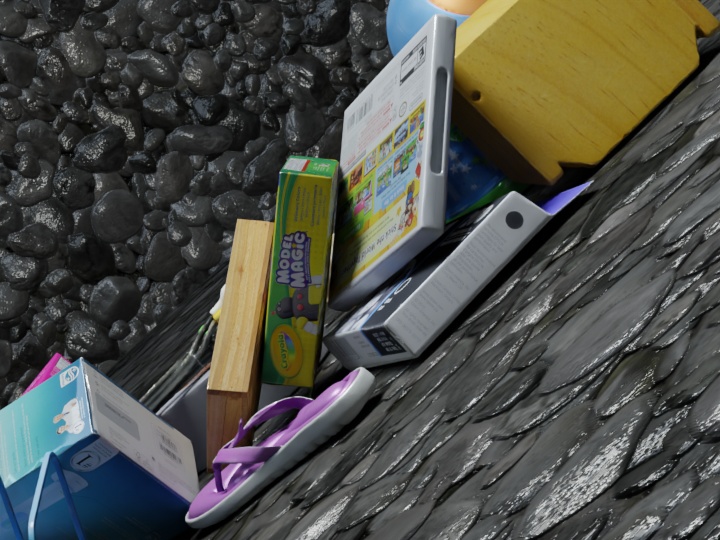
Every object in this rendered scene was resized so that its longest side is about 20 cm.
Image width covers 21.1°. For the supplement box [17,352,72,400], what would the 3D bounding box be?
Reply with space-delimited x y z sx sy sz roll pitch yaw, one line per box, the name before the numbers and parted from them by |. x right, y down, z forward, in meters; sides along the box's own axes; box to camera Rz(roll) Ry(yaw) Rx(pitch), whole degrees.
supplement box | -0.272 0.156 1.730 0.101 0.103 0.200 -51 6 3

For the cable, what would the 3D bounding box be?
cable | -0.145 0.060 1.741 0.200 0.050 0.097 -41 6 -9

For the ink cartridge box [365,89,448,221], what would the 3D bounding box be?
ink cartridge box | 0.032 -0.101 1.649 0.037 0.095 0.200 -1 12 -13

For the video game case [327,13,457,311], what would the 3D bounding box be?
video game case | 0.024 -0.081 1.539 0.200 0.023 0.182 140 138 -61

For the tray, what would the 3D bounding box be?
tray | -0.097 0.061 1.593 0.200 0.037 0.099 -85 0 -47

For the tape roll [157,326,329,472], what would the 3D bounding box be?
tape roll | -0.119 0.106 1.809 0.200 0.066 0.200 -41 7 6

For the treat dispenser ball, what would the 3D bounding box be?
treat dispenser ball | 0.134 -0.318 2.489 0.201 0.201 0.201 -41 7 6

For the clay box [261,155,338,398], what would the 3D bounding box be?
clay box | -0.051 0.012 1.593 0.115 0.048 0.200 -78 -6 -80

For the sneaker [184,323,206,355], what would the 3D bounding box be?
sneaker | -0.145 0.102 2.025 0.084 0.077 0.200 -60 6 -7

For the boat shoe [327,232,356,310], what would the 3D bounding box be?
boat shoe | 0.000 0.000 1.795 0.065 0.072 0.200 -44 12 -30

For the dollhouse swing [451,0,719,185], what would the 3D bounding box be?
dollhouse swing | 0.157 -0.170 1.629 0.200 0.182 0.176 -43 -5 -13

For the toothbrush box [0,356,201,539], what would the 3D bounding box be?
toothbrush box | -0.247 0.181 1.534 0.200 0.146 0.085 -34 43 15

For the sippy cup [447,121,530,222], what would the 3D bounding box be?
sippy cup | 0.097 -0.123 1.758 0.178 0.130 0.140 -38 8 25

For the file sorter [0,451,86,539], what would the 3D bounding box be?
file sorter | -0.306 0.225 1.413 0.200 0.123 0.139 -12 25 5

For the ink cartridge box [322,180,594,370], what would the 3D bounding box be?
ink cartridge box | 0.072 -0.005 1.522 0.200 0.043 0.198 -43 5 -15

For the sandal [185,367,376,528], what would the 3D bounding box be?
sandal | -0.068 0.124 1.461 0.203 0.050 0.082 -38 7 28
